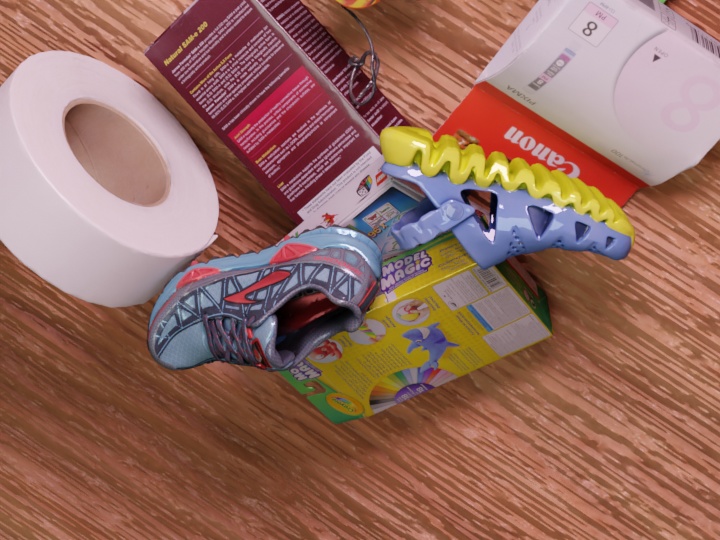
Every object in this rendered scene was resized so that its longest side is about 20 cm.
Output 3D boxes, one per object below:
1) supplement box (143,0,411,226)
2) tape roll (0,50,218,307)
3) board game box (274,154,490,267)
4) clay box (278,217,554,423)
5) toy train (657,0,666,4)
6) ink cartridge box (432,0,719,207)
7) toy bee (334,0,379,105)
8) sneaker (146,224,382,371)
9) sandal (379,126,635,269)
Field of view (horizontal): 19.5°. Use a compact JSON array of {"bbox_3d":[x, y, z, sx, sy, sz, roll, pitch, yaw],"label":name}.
[{"bbox_3d":[-0.059,-0.134,1.626,0.109,0.061,0.200,-39,96,30],"label":"supplement box"},{"bbox_3d":[-0.207,-0.071,1.630,0.203,0.202,0.071,47,119,-3],"label":"tape roll"},{"bbox_3d":[0.000,0.000,1.640,0.126,0.035,0.200,29,126,-35],"label":"board game box"},{"bbox_3d":[0.036,0.044,1.631,0.199,0.048,0.115,-24,136,20],"label":"clay box"},{"bbox_3d":[0.199,-0.209,1.510,0.056,0.042,0.200,34,120,-8],"label":"toy train"},{"bbox_3d":[0.166,-0.110,1.531,0.162,0.057,0.200,30,117,-18],"label":"ink cartridge box"},{"bbox_3d":[0.007,-0.229,1.513,0.108,0.131,0.201,19,87,-31],"label":"toy bee"},{"bbox_3d":[-0.079,0.035,1.571,0.199,0.096,0.079,-23,126,20],"label":"sneaker"},{"bbox_3d":[0.101,-0.040,1.531,0.199,0.079,0.088,17,101,3],"label":"sandal"}]
